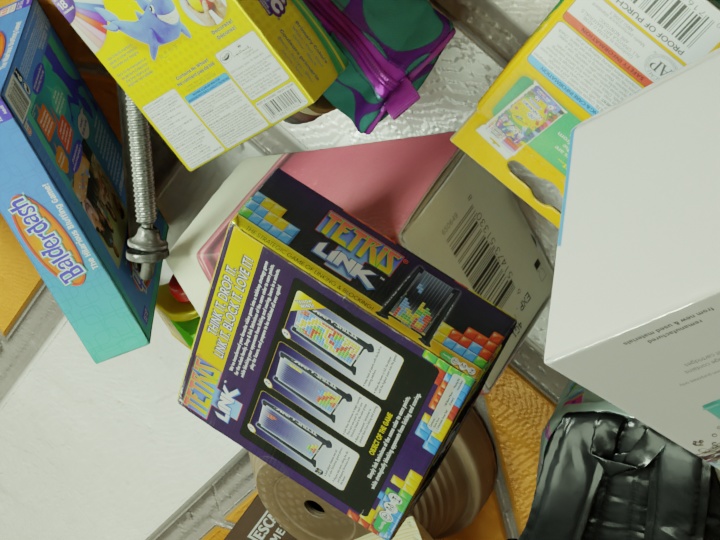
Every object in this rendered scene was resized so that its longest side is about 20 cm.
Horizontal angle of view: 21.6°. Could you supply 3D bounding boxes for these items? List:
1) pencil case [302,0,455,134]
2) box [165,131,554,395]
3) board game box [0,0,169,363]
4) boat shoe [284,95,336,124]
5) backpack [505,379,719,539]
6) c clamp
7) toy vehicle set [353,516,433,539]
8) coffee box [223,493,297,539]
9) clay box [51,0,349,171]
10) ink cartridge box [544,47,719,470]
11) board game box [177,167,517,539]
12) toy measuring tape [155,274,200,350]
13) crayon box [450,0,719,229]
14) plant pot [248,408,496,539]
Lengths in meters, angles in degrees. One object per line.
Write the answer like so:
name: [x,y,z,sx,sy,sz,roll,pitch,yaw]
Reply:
pencil case: [-0.040,-0.170,1.057,0.200,0.092,0.085,43,103,-9]
box: [0.000,0.000,1.187,0.199,0.109,0.128,-5,127,41]
board game box: [-0.195,-0.061,1.248,0.045,0.152,0.200,-21,119,12]
boat shoe: [-0.091,-0.161,1.121,0.200,0.073,0.065,48,143,-5]
backpack: [0.174,0.127,1.168,0.166,0.127,0.201,11,136,14]
c clamp: [-0.141,-0.083,1.178,0.171,0.027,0.201,-125,31,-68]
toy vehicle set: [0.004,0.234,1.366,0.200,0.124,0.027,58,-170,-67]
coffee box: [-0.069,0.264,1.516,0.079,0.114,0.200,28,141,13]
clay box: [-0.110,-0.159,1.016,0.115,0.048,0.200,-24,109,44]
ink cartridge box: [0.216,0.007,0.932,0.200,0.147,0.146,31,142,-29]
board game box: [-0.014,0.055,1.120,0.165,0.057,0.200,34,143,8]
toy measuring tape: [-0.114,0.014,1.337,0.074,0.073,0.200,59,166,-26]
crayon box: [0.148,-0.097,1.013,0.126,0.052,0.200,39,142,-2]
plant pot: [-0.011,0.139,1.356,0.200,0.093,0.201,21,139,20]
